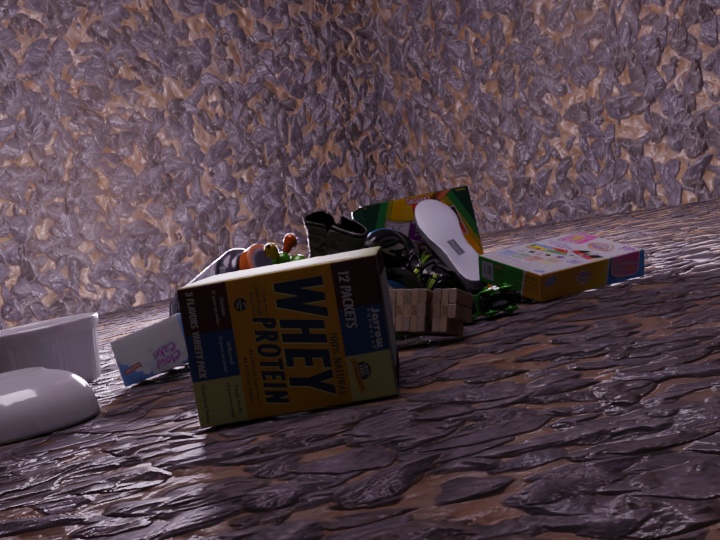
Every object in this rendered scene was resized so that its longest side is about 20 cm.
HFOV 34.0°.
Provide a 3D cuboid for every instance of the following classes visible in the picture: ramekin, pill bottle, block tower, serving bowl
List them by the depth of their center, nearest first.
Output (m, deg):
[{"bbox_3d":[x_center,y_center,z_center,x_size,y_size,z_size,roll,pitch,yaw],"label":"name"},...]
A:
[{"bbox_3d":[-0.409,0.155,1.380,0.196,0.067,0.200,-11,2,0],"label":"serving bowl"},{"bbox_3d":[0.037,0.051,1.463,0.197,0.055,0.058,-1,-10,28],"label":"block tower"},{"bbox_3d":[-0.482,0.130,1.757,0.197,0.100,0.200,-10,3,0],"label":"ramekin"},{"bbox_3d":[-0.206,0.036,1.845,0.199,0.107,0.106,-35,-13,37],"label":"pill bottle"}]

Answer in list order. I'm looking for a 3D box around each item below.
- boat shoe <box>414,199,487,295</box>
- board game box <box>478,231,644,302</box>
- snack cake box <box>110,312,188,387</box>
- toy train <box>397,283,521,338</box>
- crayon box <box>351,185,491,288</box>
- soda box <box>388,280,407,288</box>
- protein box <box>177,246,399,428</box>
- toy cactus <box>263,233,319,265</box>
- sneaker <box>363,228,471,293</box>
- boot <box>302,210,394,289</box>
[{"bbox_3d":[0.139,-0.030,1.853,0.068,0.057,0.201,-16,49,-17],"label":"boat shoe"},{"bbox_3d":[0.298,-0.008,1.749,0.197,0.041,0.152,-12,18,-28],"label":"board game box"},{"bbox_3d":[-0.248,0.097,1.664,0.114,0.068,0.200,-20,-1,21],"label":"snack cake box"},{"bbox_3d":[0.120,0.056,1.577,0.197,0.042,0.056,-12,-7,-14],"label":"toy train"},{"bbox_3d":[0.101,-0.033,1.934,0.197,0.176,0.058,-12,-6,-21],"label":"crayon box"},{"bbox_3d":[-0.019,0.057,1.733,0.197,0.069,0.064,-12,4,-19],"label":"soda box"},{"bbox_3d":[-0.065,0.062,1.204,0.195,0.137,0.200,-10,3,3],"label":"protein box"},{"bbox_3d":[-0.073,0.043,1.593,0.103,0.163,0.201,-62,1,-42],"label":"toy cactus"},{"bbox_3d":[0.086,0.001,1.687,0.198,0.072,0.083,31,-4,-22],"label":"sneaker"},{"bbox_3d":[0.000,0.000,1.623,0.198,0.132,0.068,21,39,25],"label":"boot"}]
